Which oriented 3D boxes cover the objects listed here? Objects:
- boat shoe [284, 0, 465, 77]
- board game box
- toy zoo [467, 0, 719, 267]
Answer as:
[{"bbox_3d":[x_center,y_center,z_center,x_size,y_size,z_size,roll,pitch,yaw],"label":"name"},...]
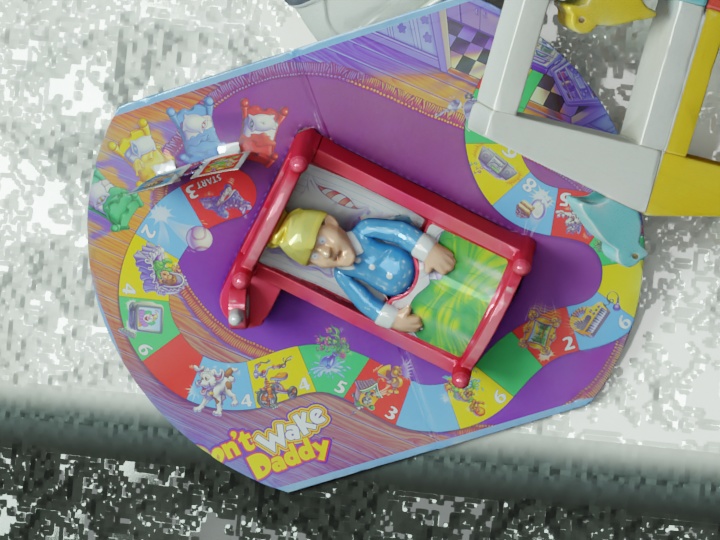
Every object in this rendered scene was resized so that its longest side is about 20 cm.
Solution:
[{"bbox_3d":[0.064,-0.138,0.982,0.200,0.072,0.066,-34,106,1],"label":"boat shoe"},{"bbox_3d":[0.000,0.000,0.978,0.200,0.039,0.158,-17,106,12],"label":"board game box"},{"bbox_3d":[0.116,-0.098,0.952,0.131,0.020,0.200,12,99,-21],"label":"toy zoo"}]
